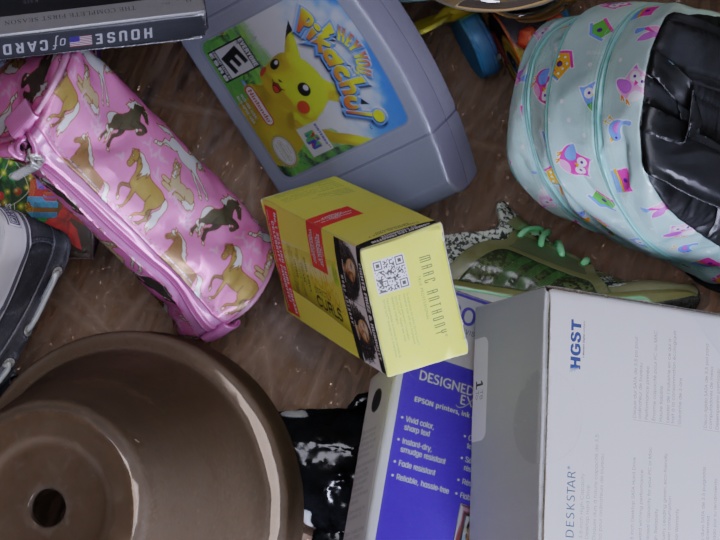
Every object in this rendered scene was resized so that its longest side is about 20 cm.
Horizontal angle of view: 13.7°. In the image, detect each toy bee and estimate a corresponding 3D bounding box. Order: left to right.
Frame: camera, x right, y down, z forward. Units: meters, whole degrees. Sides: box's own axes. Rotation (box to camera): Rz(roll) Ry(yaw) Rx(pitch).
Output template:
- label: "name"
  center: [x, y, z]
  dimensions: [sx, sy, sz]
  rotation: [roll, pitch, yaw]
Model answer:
- label: "toy bee"
  center: [0.099, -0.152, 1.753]
  dimensions: [0.200, 0.109, 0.131]
  rotation: [42, 81, 6]

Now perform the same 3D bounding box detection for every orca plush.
- label: "orca plush"
  center: [0.023, 0.132, 1.722]
  dimensions: [0.199, 0.071, 0.105]
  rotation: [34, 82, 5]

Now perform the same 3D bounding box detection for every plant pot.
- label: "plant pot"
  center: [-0.146, 0.132, 1.650]
  dimensions: [0.199, 0.175, 0.202]
  rotation: [-1, 87, 14]

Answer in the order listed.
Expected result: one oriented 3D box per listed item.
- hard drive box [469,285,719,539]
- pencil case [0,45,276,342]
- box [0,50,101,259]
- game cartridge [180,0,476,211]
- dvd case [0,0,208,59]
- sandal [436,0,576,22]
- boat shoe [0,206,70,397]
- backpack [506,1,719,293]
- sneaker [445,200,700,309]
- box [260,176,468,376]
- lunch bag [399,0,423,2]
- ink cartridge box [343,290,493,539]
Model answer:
- label: "hard drive box"
  center: [0.164, 0.102, 1.672]
  dimensions: [0.199, 0.077, 0.157]
  rotation: [10, 76, -29]
- label: "pencil case"
  center: [-0.131, -0.046, 1.700]
  dimensions: [0.200, 0.083, 0.087]
  rotation: [45, 75, -32]
- label: "box"
  center: [-0.219, -0.108, 1.738]
  dimensions: [0.136, 0.039, 0.201]
  rotation: [1, 105, -1]
- label: "game cartridge"
  center: [-0.024, -0.115, 1.716]
  dimensions: [0.133, 0.040, 0.201]
  rotation: [-25, 104, 38]
- label: "dvd case"
  center: [-0.173, -0.201, 1.684]
  dimensions: [0.149, 0.025, 0.201]
  rotation: [-7, 51, -8]
- label: "sandal"
  center: [0.093, -0.174, 1.688]
  dimensions: [0.082, 0.200, 0.055]
  rotation: [34, 123, 17]
- label: "boat shoe"
  center: [-0.231, 0.057, 1.732]
  dimensions: [0.072, 0.068, 0.201]
  rotation: [38, 105, 46]
- label: "backpack"
  center: [0.177, -0.074, 1.694]
  dimensions: [0.126, 0.200, 0.168]
  rotation: [-4, 74, 36]
- label: "sneaker"
  center: [0.100, -0.001, 1.749]
  dimensions: [0.199, 0.077, 0.089]
  rotation: [2, 70, -3]
- label: "box"
  center: [0.000, 0.000, 1.637]
  dimensions: [0.050, 0.200, 0.076]
  rotation: [-16, 104, -13]
- label: "lunch bag"
  center: [0.015, -0.252, 1.750]
  dimensions: [0.077, 0.160, 0.201]
  rotation: [24, 76, -38]
- label: "ink cartridge box"
  center: [0.089, 0.128, 1.694]
  dimensions: [0.197, 0.043, 0.201]
  rotation: [19, 72, -24]
